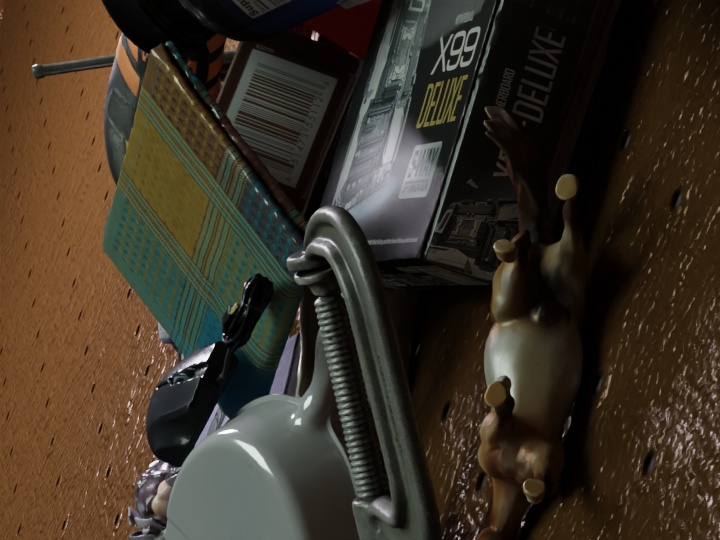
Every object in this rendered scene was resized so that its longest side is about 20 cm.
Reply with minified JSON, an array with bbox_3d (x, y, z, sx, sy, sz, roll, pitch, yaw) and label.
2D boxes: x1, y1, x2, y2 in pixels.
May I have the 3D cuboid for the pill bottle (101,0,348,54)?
[{"bbox_3d":[-0.037,-0.184,1.400,0.200,0.112,0.112,-22,44,30],"label":"pill bottle"}]

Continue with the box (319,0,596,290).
[{"bbox_3d":[0.042,-0.071,1.333,0.200,0.050,0.158,180,107,-73],"label":"box"}]

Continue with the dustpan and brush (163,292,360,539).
[{"bbox_3d":[-0.035,0.098,1.419,0.140,0.057,0.200,40,136,35],"label":"dustpan and brush"}]

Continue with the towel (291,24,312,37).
[{"bbox_3d":[-0.044,-0.176,1.804,0.200,0.022,0.145,87,-171,-61],"label":"towel"}]

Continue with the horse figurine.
[{"bbox_3d":[0.072,0.035,1.192,0.133,0.050,0.201,73,-159,-75],"label":"horse figurine"}]

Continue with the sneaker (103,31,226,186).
[{"bbox_3d":[-0.107,-0.129,1.537,0.090,0.070,0.201,-13,-64,-83],"label":"sneaker"}]

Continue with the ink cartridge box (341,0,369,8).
[{"bbox_3d":[0.010,-0.265,1.466,0.200,0.145,0.084,-53,-11,27],"label":"ink cartridge box"}]

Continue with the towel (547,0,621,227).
[{"bbox_3d":[0.083,-0.109,1.382,0.200,0.032,0.192,-131,61,-72],"label":"towel"}]

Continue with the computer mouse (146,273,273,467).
[{"bbox_3d":[-0.083,0.049,1.442,0.059,0.034,0.200,-62,1,-32],"label":"computer mouse"}]

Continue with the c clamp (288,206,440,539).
[{"bbox_3d":[-0.001,0.063,1.286,0.171,0.027,0.201,-141,39,-73],"label":"c clamp"}]

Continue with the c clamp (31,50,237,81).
[{"bbox_3d":[-0.090,-0.109,1.677,0.200,0.170,0.027,50,-144,-73],"label":"c clamp"}]

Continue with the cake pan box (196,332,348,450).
[{"bbox_3d":[-0.064,0.148,1.578,0.184,0.052,0.201,140,145,-67],"label":"cake pan box"}]

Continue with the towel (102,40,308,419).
[{"bbox_3d":[-0.081,-0.015,1.470,0.147,0.022,0.200,52,152,18],"label":"towel"}]

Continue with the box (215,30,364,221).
[{"bbox_3d":[-0.045,-0.060,1.580,0.200,0.075,0.100,96,-165,-78],"label":"box"}]

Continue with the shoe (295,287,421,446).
[{"bbox_3d":[0.000,0.000,1.491,0.070,0.053,0.201,-37,38,47],"label":"shoe"}]

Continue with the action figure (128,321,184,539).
[{"bbox_3d":[-0.106,0.103,1.753,0.130,0.069,0.201,3,80,67],"label":"action figure"}]

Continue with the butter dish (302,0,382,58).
[{"bbox_3d":[-0.009,-0.219,1.613,0.200,0.147,0.201,-110,40,-68],"label":"butter dish"}]
